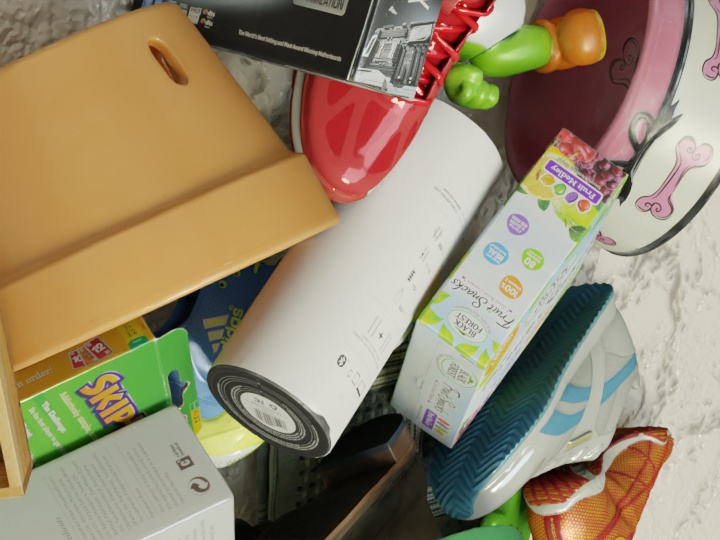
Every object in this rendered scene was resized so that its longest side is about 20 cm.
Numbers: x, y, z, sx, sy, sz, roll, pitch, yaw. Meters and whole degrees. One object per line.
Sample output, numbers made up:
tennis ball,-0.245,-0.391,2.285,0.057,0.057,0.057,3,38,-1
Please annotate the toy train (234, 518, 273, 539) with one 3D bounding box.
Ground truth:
toy train,-0.115,0.222,1.474,0.199,0.086,0.115,-30,131,-34

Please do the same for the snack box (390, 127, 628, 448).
snack box,0.083,0.015,1.478,0.143,0.053,0.200,-54,173,-16

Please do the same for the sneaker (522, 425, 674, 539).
sneaker,0.155,0.149,1.662,0.200,0.073,0.078,-30,111,-59

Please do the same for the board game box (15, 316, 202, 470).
board game box,-0.180,0.094,1.358,0.199,0.030,0.096,-23,141,-15

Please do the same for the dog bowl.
dog bowl,0.160,-0.114,1.538,0.073,0.200,0.201,19,91,-23

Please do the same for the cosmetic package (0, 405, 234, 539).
cosmetic package,-0.169,0.163,1.361,0.199,0.071,0.102,-24,147,-19

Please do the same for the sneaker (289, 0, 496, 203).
sneaker,0.033,-0.134,1.335,0.078,0.115,0.201,25,74,-21

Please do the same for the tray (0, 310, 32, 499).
tray,-0.268,0.070,1.239,0.198,0.037,0.099,-7,114,3

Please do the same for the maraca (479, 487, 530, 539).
maraca,0.072,0.232,1.620,0.137,0.106,0.201,40,68,-76

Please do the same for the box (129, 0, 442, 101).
box,-0.028,-0.185,1.335,0.050,0.199,0.159,14,94,-42

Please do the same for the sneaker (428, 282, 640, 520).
sneaker,0.117,0.095,1.591,0.200,0.076,0.081,-47,121,-37

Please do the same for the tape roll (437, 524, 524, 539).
tape roll,0.017,0.220,1.459,0.200,0.048,0.201,-28,159,-11

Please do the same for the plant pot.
plant pot,-0.129,-0.047,1.306,0.199,0.200,0.141,-26,91,-33

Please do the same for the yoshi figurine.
yoshi figurine,0.043,-0.154,1.447,0.199,0.113,0.113,-7,126,-18

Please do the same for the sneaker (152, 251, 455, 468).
sneaker,-0.040,0.018,1.447,0.200,0.076,0.105,-40,106,-17

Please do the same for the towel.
towel,0.011,0.097,1.583,0.199,0.034,0.194,-12,114,-41

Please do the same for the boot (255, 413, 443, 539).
boot,0.001,0.169,1.464,0.097,0.074,0.200,62,33,-14

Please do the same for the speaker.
speaker,0.000,0.000,1.391,0.201,0.081,0.081,-58,133,-25
